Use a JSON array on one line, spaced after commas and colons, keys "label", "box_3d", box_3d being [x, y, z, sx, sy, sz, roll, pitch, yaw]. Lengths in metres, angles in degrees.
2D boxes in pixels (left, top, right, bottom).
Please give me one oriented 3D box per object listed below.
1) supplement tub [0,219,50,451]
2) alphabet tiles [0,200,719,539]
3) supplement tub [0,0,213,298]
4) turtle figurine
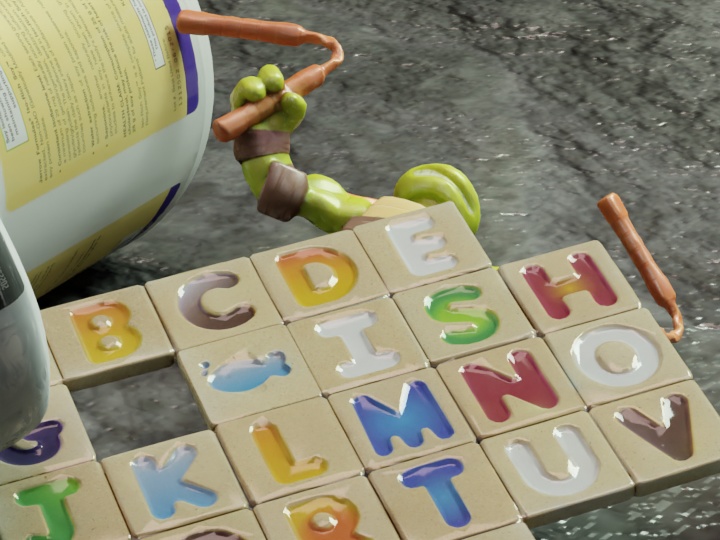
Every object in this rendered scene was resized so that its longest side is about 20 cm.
[{"label": "supplement tub", "box_3d": [-0.190, 0.030, 0.757, 0.199, 0.123, 0.122, -27, 29, -16]}, {"label": "alphabet tiles", "box_3d": [-0.005, 0.047, 0.811, 0.199, 0.008, 0.167, -15, 42, -14]}, {"label": "supplement tub", "box_3d": [-0.153, -0.047, 0.966, 0.144, 0.146, 0.200, 10, 23, 25]}, {"label": "turtle figurine", "box_3d": [0.000, 0.000, 0.940, 0.199, 0.065, 0.161, 34, 33, 2]}]
